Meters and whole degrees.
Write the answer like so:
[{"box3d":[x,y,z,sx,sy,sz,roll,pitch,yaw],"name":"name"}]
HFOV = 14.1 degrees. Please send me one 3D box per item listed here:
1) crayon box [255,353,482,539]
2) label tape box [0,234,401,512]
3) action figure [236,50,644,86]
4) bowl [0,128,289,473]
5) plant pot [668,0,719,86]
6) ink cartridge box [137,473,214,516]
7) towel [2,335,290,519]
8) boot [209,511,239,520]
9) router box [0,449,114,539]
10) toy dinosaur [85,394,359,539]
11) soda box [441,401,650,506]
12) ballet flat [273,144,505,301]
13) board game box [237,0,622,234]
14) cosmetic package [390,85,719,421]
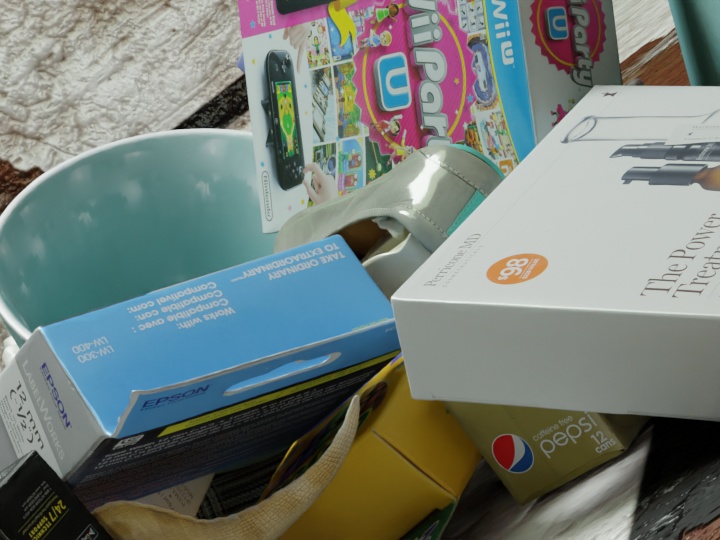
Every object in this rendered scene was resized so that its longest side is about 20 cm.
[{"box3d":[0.015,0.072,1.286,0.126,0.052,0.200,-43,11,43],"name":"crayon box"},{"box3d":[-0.069,0.040,1.214,0.143,0.066,0.200,-17,-14,-26],"name":"label tape box"},{"box3d":[0.041,-0.095,1.511,0.193,0.200,0.105,-31,-29,-55],"name":"action figure"},{"box3d":[-0.083,0.027,1.461,0.201,0.105,0.201,-3,39,2],"name":"bowl"},{"box3d":[0.207,-0.129,1.310,0.141,0.141,0.200,-15,19,9],"name":"plant pot"},{"box3d":[-0.180,0.155,1.363,0.200,0.044,0.174,-16,33,32],"name":"ink cartridge box"},{"box3d":[-0.076,0.055,1.529,0.192,0.035,0.200,-21,39,-16],"name":"towel"},{"box3d":[-0.103,0.173,1.354,0.201,0.071,0.144,-38,5,-32],"name":"boot"},{"box3d":[-0.157,0.180,1.230,0.200,0.149,0.051,-34,10,39],"name":"router box"},{"box3d":[-0.064,0.124,1.197,0.200,0.101,0.058,-20,34,32],"name":"toy dinosaur"},{"box3d":[0.111,0.016,1.264,0.064,0.068,0.200,-33,8,38],"name":"soda box"},{"box3d":[0.000,0.000,1.282,0.064,0.067,0.200,-59,12,-27],"name":"ballet flat"},{"box3d":[0.030,-0.100,1.344,0.064,0.148,0.200,-6,-1,-41],"name":"board game box"},{"box3d":[0.125,-0.012,1.155,0.151,0.052,0.200,0,28,31],"name":"cosmetic package"}]
